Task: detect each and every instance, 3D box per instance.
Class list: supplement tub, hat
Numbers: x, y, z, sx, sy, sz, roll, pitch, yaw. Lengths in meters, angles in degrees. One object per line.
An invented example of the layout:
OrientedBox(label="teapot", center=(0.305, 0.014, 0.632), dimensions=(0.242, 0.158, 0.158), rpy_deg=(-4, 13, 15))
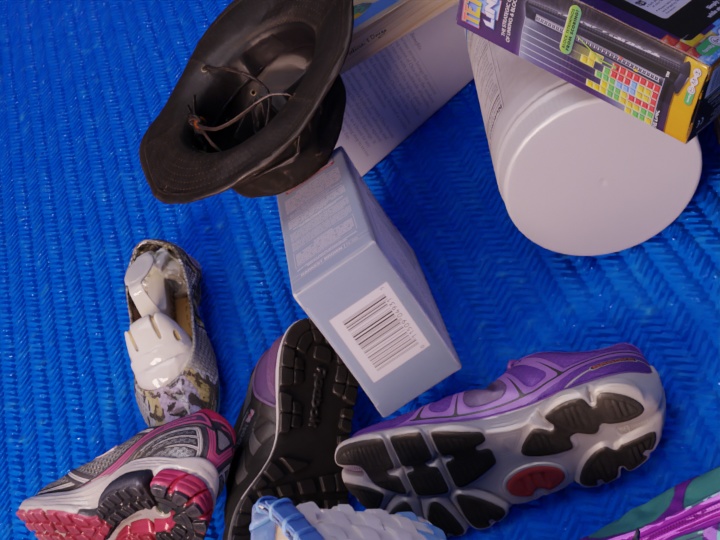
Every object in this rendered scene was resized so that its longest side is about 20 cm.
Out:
OrientedBox(label="supplement tub", center=(0.143, -0.123, 0.885), dimensions=(0.131, 0.132, 0.201), rpy_deg=(-24, 41, 15))
OrientedBox(label="hat", center=(-0.057, -0.110, 0.909), dimensions=(0.199, 0.081, 0.202), rpy_deg=(-29, 40, 27))

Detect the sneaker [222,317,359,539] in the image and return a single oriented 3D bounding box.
OrientedBox(label="sneaker", center=(-0.053, 0.136, 0.847), dimensions=(0.087, 0.075, 0.202), rpy_deg=(-34, 36, 53))

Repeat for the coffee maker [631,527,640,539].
OrientedBox(label="coffee maker", center=(0.213, 0.169, 0.483), dimensions=(0.198, 0.192, 0.136), rpy_deg=(-10, 65, 26))

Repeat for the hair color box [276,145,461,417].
OrientedBox(label="hair color box", center=(0.000, 0.000, 0.854), dimensions=(0.060, 0.099, 0.200), rpy_deg=(-33, 21, 7))

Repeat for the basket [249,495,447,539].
OrientedBox(label="basket", center=(-0.036, 0.189, 0.645), dimensions=(0.197, 0.141, 0.176), rpy_deg=(1, 6, -14))

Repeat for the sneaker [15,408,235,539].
OrientedBox(label="sneaker", center=(-0.151, 0.150, 0.869), dimensions=(0.199, 0.081, 0.075), rpy_deg=(-22, 30, 41))

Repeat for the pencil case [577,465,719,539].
OrientedBox(label="pencil case", center=(0.181, 0.131, 0.637), dimensions=(0.199, 0.093, 0.085), rpy_deg=(-30, 39, 8))

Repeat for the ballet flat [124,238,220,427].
OrientedBox(label="ballet flat", center=(-0.151, 0.046, 0.992), dimensions=(0.072, 0.072, 0.201), rpy_deg=(-28, 40, 11))

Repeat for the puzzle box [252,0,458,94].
OrientedBox(label="puzzle box", center=(-0.002, -0.208, 1.002), dimensions=(0.199, 0.025, 0.134), rpy_deg=(-30, 38, 10))

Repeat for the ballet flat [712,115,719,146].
OrientedBox(label="ballet flat", center=(0.248, -0.137, 0.868), dimensions=(0.067, 0.067, 0.201), rpy_deg=(-23, 41, 13))

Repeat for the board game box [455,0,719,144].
OrientedBox(label="board game box", center=(0.182, -0.175, 0.810), dimensions=(0.165, 0.057, 0.199), rpy_deg=(32, 48, 26))

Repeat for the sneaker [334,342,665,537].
OrientedBox(label="sneaker", center=(0.082, 0.095, 0.780), dimensions=(0.198, 0.081, 0.084), rpy_deg=(-16, 26, 15))

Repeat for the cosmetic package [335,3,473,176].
OrientedBox(label="cosmetic package", center=(-0.005, -0.148, 1.045), dimensions=(0.200, 0.102, 0.071), rpy_deg=(-41, 38, -5))
